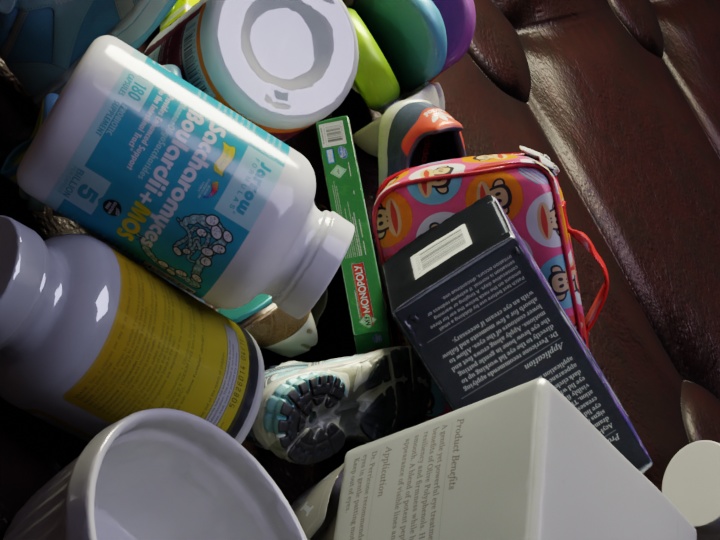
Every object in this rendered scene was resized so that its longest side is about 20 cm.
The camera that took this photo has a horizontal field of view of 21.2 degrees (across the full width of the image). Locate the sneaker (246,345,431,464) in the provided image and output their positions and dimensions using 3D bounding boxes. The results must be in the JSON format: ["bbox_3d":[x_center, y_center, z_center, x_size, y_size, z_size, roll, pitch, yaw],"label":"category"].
[{"bbox_3d":[-0.023,0.087,1.383,0.199,0.086,0.079,0,99,-53],"label":"sneaker"}]

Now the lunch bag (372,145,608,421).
[{"bbox_3d":[0.105,0.010,1.495,0.082,0.174,0.202,-80,161,-79],"label":"lunch bag"}]

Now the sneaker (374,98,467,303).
[{"bbox_3d":[0.059,-0.036,1.574,0.074,0.084,0.202,-16,109,-27],"label":"sneaker"}]

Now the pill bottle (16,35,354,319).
[{"bbox_3d":[-0.104,-0.050,1.193,0.199,0.111,0.111,31,34,-10],"label":"pill bottle"}]

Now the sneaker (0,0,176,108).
[{"bbox_3d":[-0.190,-0.202,1.281,0.130,0.200,0.080,42,29,-13],"label":"sneaker"}]

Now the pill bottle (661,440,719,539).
[{"bbox_3d":[0.381,0.235,1.878,0.199,0.113,0.114,28,41,-43],"label":"pill bottle"}]

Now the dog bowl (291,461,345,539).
[{"bbox_3d":[0.017,0.226,1.333,0.200,0.058,0.202,34,44,-40],"label":"dog bowl"}]

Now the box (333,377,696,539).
[{"bbox_3d":[0.099,0.220,1.242,0.200,0.170,0.200,42,39,-33],"label":"box"}]

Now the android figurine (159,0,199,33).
[{"bbox_3d":[-0.111,-0.182,1.557,0.182,0.041,0.201,40,31,-34],"label":"android figurine"}]

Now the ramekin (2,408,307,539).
[{"bbox_3d":[-0.120,0.193,1.117,0.200,0.105,0.201,39,34,-32],"label":"ramekin"}]

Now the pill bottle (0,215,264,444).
[{"bbox_3d":[-0.161,0.046,1.183,0.199,0.112,0.113,34,37,-39],"label":"pill bottle"}]

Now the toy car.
[{"bbox_3d":[0.032,-0.201,1.665,0.176,0.149,0.200,59,8,-2],"label":"toy car"}]

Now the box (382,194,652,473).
[{"bbox_3d":[0.110,0.067,1.394,0.201,0.104,0.148,57,6,-13],"label":"box"}]

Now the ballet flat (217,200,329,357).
[{"bbox_3d":[-0.054,0.019,1.447,0.200,0.067,0.073,-70,139,-61],"label":"ballet flat"}]

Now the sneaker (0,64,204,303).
[{"bbox_3d":[-0.172,-0.036,1.295,0.080,0.129,0.202,-117,-159,-68],"label":"sneaker"}]

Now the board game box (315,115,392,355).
[{"bbox_3d":[0.000,0.000,1.504,0.135,0.029,0.202,80,-1,-56],"label":"board game box"}]

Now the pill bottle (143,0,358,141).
[{"bbox_3d":[-0.092,-0.134,1.359,0.113,0.200,0.116,5,78,-25],"label":"pill bottle"}]
